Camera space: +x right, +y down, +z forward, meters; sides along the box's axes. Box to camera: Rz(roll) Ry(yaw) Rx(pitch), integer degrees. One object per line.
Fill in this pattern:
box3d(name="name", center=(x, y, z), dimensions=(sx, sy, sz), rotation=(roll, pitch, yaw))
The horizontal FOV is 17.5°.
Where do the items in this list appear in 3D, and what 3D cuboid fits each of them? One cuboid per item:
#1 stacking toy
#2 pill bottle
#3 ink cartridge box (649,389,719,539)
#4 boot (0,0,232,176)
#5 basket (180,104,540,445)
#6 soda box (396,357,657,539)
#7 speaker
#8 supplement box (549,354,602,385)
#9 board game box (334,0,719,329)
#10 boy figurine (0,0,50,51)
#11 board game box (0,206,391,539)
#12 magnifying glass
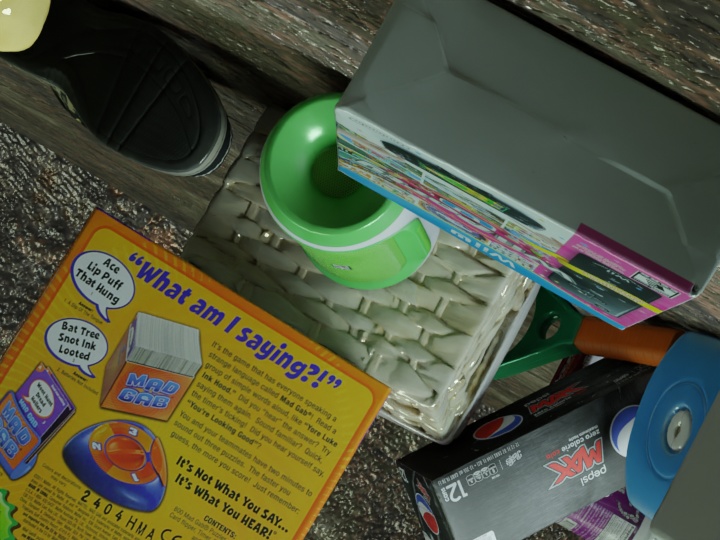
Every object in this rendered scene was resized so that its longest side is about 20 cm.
box3d(name="stacking toy", center=(0.271, 0.121, 1.416), dimensions=(0.199, 0.117, 0.110), rotation=(18, -176, -25))
box3d(name="pill bottle", center=(0.399, 0.385, 3.698), dimensions=(0.199, 0.113, 0.112), rotation=(29, 176, -6))
box3d(name="ink cartridge box", center=(0.222, 0.076, 0.717), dimensions=(0.200, 0.145, 0.145), rotation=(31, 176, -23))
box3d(name="boot", center=(-0.121, -0.101, 1.435), dimensions=(0.203, 0.074, 0.154), rotation=(34, -178, 35))
box3d(name="basket", center=(0.000, 0.000, 1.440), dimensions=(0.199, 0.136, 0.123), rotation=(29, 172, 8))
box3d(name="soda box", center=(0.128, 0.111, 1.484), dimensions=(0.064, 0.199, 0.071), rotation=(69, 165, -13))
box3d(name="speaker", center=(-0.003, -0.040, 1.277), dimensions=(0.088, 0.089, 0.200), rotation=(28, 176, 9))
box3d(name="supplement box", center=(0.171, 0.107, 1.753), dimensions=(0.061, 0.109, 0.200), rotation=(28, 175, 1))
box3d(name="board game box", center=(0.068, -0.042, 0.916), dimensions=(0.147, 0.064, 0.200), rotation=(29, 177, 2))
box3d(name="boy figurine", center=(-0.268, -0.194, 1.344), dimensions=(0.199, 0.065, 0.124), rotation=(29, 176, -6))
box3d(name="board game box", center=(-0.125, 0.113, 1.394), dimensions=(0.199, 0.200, 0.200), rotation=(32, 169, 0))
box3d(name="magnifying glass", center=(0.131, 0.039, 1.516), dimensions=(0.022, 0.080, 0.200), rotation=(35, 163, -36))
